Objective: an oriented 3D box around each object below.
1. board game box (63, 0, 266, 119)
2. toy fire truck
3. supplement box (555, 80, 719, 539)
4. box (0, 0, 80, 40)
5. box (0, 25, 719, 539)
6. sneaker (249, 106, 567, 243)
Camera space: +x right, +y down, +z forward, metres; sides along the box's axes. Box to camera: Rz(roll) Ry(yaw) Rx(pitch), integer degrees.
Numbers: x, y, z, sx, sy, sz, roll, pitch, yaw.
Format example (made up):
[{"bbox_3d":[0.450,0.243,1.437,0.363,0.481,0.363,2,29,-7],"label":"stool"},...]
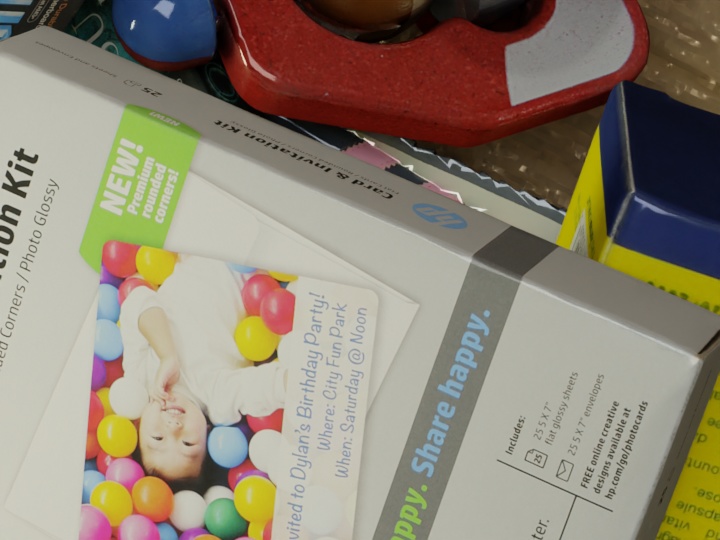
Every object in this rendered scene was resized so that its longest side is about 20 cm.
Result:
[{"bbox_3d":[-0.124,-0.090,0.909,0.135,0.028,0.201,-37,72,28],"label":"board game box"},{"bbox_3d":[-0.007,-0.127,0.860,0.167,0.112,0.201,-18,80,-17],"label":"toy fire truck"},{"bbox_3d":[0.088,0.068,0.813,0.108,0.110,0.201,18,109,-3],"label":"supplement box"},{"bbox_3d":[-0.140,-0.149,0.833,0.199,0.050,0.200,57,137,17],"label":"box"},{"bbox_3d":[-0.025,0.047,0.756,0.199,0.041,0.157,24,109,14],"label":"box"},{"bbox_3d":[0.000,0.000,0.895,0.199,0.070,0.082,25,87,12],"label":"sneaker"}]
